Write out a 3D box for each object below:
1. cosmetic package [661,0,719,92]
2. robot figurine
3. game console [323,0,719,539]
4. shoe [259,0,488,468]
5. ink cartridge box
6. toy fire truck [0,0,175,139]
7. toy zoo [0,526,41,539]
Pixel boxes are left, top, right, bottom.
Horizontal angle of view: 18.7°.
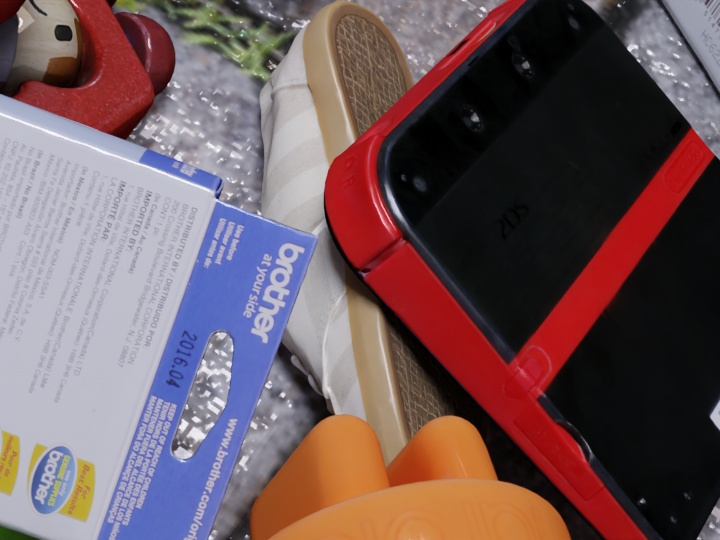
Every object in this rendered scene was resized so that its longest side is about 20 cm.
[{"bbox_3d":[0.238,-0.122,0.957,0.198,0.071,0.102,-11,61,-31],"label":"cosmetic package"},{"bbox_3d":[0.021,0.142,0.634,0.144,0.116,0.201,43,26,-57],"label":"robot figurine"},{"bbox_3d":[0.083,-0.006,0.792,0.177,0.031,0.200,50,39,-5],"label":"game console"},{"bbox_3d":[0.000,0.000,0.776,0.070,0.053,0.202,25,46,-46],"label":"shoe"},{"bbox_3d":[-0.123,0.006,0.658,0.198,0.120,0.042,20,9,-2],"label":"ink cartridge box"},{"bbox_3d":[-0.142,-0.111,0.758,0.167,0.112,0.201,-3,54,-51],"label":"toy fire truck"},{"bbox_3d":[-0.175,0.123,0.617,0.198,0.021,0.132,11,52,-18],"label":"toy zoo"}]
